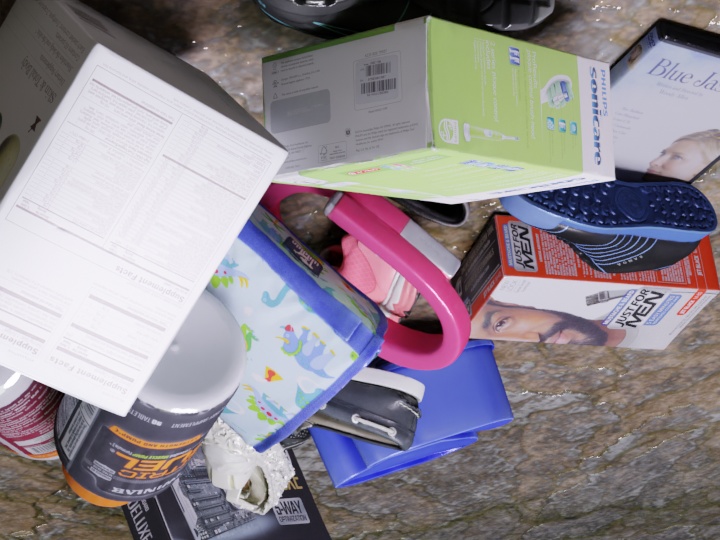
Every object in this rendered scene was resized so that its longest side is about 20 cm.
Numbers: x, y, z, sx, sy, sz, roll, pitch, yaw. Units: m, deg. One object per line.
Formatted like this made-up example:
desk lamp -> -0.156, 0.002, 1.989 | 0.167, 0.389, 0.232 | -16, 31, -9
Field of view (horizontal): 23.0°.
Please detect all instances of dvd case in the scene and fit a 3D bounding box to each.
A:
dvd case -> 0.225, -0.110, 1.336 | 0.142, 0.018, 0.200 | 11, 146, -27

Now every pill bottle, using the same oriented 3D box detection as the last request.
pill bottle -> -0.160, 0.099, 1.276 | 0.105, 0.107, 0.200 | 6, 147, -21
pill bottle -> -0.269, 0.065, 1.325 | 0.109, 0.110, 0.200 | -13, 156, 10

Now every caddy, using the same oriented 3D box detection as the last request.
caddy -> 0.040, 0.117, 1.593 | 0.199, 0.106, 0.141 | -13, 166, -33

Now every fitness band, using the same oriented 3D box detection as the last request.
fitness band -> 0.000, 0.000, 1.355 | 0.200, 0.038, 0.144 | 39, 147, -4

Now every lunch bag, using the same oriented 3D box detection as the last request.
lunch bag -> -0.078, 0.027, 1.315 | 0.170, 0.128, 0.200 | 41, 158, -3

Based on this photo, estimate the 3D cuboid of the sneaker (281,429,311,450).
sneaker -> -0.117, 0.123, 1.577 | 0.199, 0.081, 0.086 | 13, 177, -32

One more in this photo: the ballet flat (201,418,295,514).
ballet flat -> -0.099, 0.164, 1.509 | 0.071, 0.072, 0.200 | -11, 156, 8

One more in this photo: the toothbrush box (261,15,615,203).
toothbrush box -> 0.053, -0.099, 1.166 | 0.145, 0.087, 0.199 | -7, 171, 42

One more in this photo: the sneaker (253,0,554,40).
sneaker -> 0.025, -0.182, 1.132 | 0.198, 0.076, 0.079 | 5, 165, -10

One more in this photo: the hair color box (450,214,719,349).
hair color box -> 0.189, 0.012, 1.498 | 0.198, 0.064, 0.111 | 5, 150, -17

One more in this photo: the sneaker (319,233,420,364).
sneaker -> 0.002, 0.011, 1.471 | 0.086, 0.074, 0.200 | 29, 152, -1

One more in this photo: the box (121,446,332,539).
box -> -0.131, 0.205, 1.622 | 0.199, 0.159, 0.050 | 5, 143, -48

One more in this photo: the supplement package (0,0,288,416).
supplement package -> -0.179, -0.048, 1.118 | 0.150, 0.152, 0.201 | 27, 100, -34

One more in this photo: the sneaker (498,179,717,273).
sneaker -> 0.181, -0.035, 1.370 | 0.199, 0.071, 0.078 | 10, 141, -29

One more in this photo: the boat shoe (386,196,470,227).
boat shoe -> 0.020, -0.090, 1.287 | 0.067, 0.057, 0.199 | -27, 145, 31

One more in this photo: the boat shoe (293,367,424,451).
boat shoe -> -0.048, 0.106, 1.470 | 0.198, 0.061, 0.076 | 7, 162, 15
